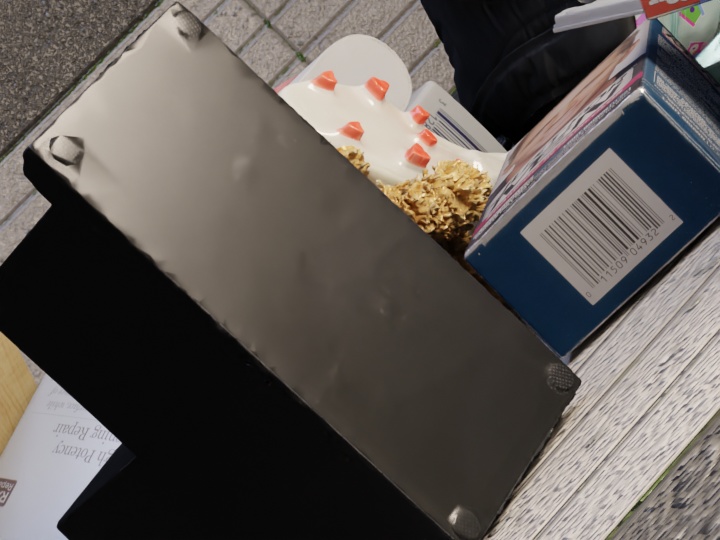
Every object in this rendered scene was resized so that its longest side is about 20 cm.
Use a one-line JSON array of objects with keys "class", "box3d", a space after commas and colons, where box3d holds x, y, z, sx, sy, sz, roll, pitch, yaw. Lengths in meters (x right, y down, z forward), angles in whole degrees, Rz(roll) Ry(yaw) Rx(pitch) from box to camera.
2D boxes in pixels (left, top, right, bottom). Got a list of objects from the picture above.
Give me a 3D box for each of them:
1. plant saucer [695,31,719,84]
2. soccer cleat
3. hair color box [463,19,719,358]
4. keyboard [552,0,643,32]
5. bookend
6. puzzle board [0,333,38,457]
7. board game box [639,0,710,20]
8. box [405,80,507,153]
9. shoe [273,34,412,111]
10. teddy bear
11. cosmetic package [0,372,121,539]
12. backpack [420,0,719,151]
[{"class": "plant saucer", "box3d": [0.203, -0.119, 0.970, 0.070, 0.019, 0.200, -46, 3, -6]}, {"class": "soccer cleat", "box3d": [0.027, -0.037, 1.010, 0.078, 0.200, 0.069, -48, 47, 26]}, {"class": "hair color box", "box3d": [0.107, -0.042, 0.886, 0.100, 0.061, 0.200, -44, 4, 16]}, {"class": "keyboard", "box3d": [0.162, -0.135, 0.963, 0.056, 0.011, 0.200, -25, 11, -24]}, {"class": "bookend", "box3d": [-0.059, 0.041, 0.775, 0.092, 0.199, 0.200, -52, 6, -39]}, {"class": "puzzle board", "box3d": [-0.169, 0.150, 0.945, 0.017, 0.200, 0.151, 2, 38, 33]}, {"class": "board game box", "box3d": [0.195, -0.151, 0.892, 0.103, 0.019, 0.200, -17, 10, 29]}, {"class": "box", "box3d": [-0.016, 0.023, 1.152, 0.200, 0.105, 0.184, -41, 7, 40]}, {"class": "shoe", "box3d": [-0.058, -0.044, 1.069, 0.200, 0.072, 0.091, -43, 3, -38]}, {"class": "teddy bear", "box3d": [0.000, 0.000, 0.942, 0.200, 0.067, 0.145, 8, -42, -42]}, {"class": "cosmetic package", "box3d": [-0.118, 0.123, 0.892, 0.102, 0.074, 0.200, 1, 56, 46]}, {"class": "backpack", "box3d": [0.125, -0.159, 1.184, 0.126, 0.167, 0.200, -29, 3, -27]}]
